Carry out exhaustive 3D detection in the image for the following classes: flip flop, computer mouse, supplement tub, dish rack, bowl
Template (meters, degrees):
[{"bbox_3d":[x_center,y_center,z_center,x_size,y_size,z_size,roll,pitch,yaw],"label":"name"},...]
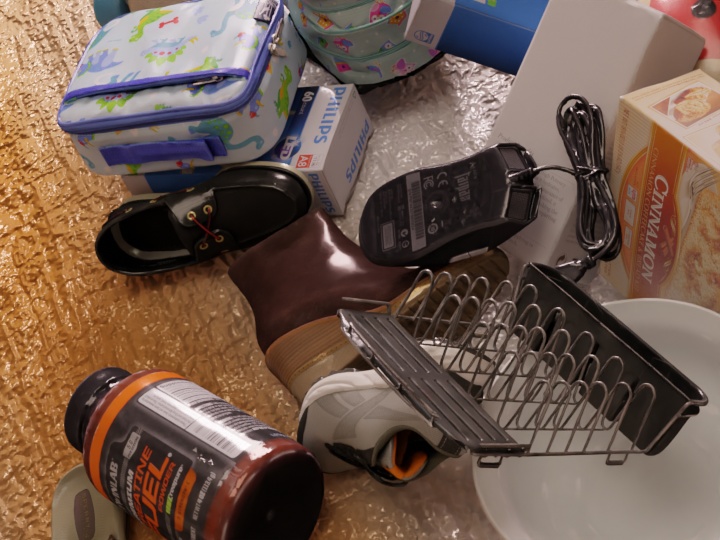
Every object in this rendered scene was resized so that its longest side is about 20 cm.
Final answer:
[{"bbox_3d":[-0.196,0.216,0.992,0.080,0.058,0.201,-24,47,5],"label":"flip flop"},{"bbox_3d":[0.095,-0.024,0.961,0.199,0.046,0.142,-24,56,22],"label":"computer mouse"},{"bbox_3d":[-0.128,0.138,0.990,0.199,0.107,0.107,23,66,37],"label":"supplement tub"},{"bbox_3d":[0.088,0.051,0.792,0.153,0.199,0.055,43,116,41],"label":"dish rack"},{"bbox_3d":[0.177,0.124,0.868,0.199,0.091,0.203,-13,50,16],"label":"bowl"}]

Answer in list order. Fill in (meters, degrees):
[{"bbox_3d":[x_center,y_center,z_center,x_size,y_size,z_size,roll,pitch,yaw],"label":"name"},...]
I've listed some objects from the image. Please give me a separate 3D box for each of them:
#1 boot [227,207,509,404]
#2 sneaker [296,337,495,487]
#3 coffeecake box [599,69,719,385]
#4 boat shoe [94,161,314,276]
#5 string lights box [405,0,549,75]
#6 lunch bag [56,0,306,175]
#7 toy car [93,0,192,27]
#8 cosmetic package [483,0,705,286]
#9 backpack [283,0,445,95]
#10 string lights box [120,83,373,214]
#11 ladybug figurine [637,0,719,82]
[{"bbox_3d":[0.000,0.000,1.061,0.199,0.072,0.167,-33,49,2],"label":"boot"},{"bbox_3d":[0.012,0.108,0.919,0.200,0.073,0.080,-33,38,53],"label":"sneaker"},{"bbox_3d":[0.249,-0.011,0.890,0.072,0.155,0.200,-20,43,-22],"label":"coffeecake box"},{"bbox_3d":[-0.131,-0.039,1.146,0.199,0.074,0.063,-11,27,25],"label":"boat shoe"},{"bbox_3d":[0.144,-0.209,1.097,0.198,0.059,0.104,18,58,-6],"label":"string lights box"},{"bbox_3d":[-0.152,-0.158,1.172,0.198,0.083,0.162,-3,48,24],"label":"lunch bag"},{"bbox_3d":[-0.139,-0.321,1.356,0.183,0.179,0.200,13,32,28],"label":"toy car"},{"bbox_3d":[0.159,-0.102,1.004,0.101,0.074,0.202,36,106,39],"label":"cosmetic package"},{"bbox_3d":[0.000,-0.247,1.214,0.166,0.127,0.201,-29,38,7],"label":"backpack"},{"bbox_3d":[-0.098,-0.103,1.198,0.198,0.059,0.103,0,51,25],"label":"string lights box"},{"bbox_3d":[0.277,-0.181,1.040,0.134,0.072,0.202,14,59,-15],"label":"ladybug figurine"}]
